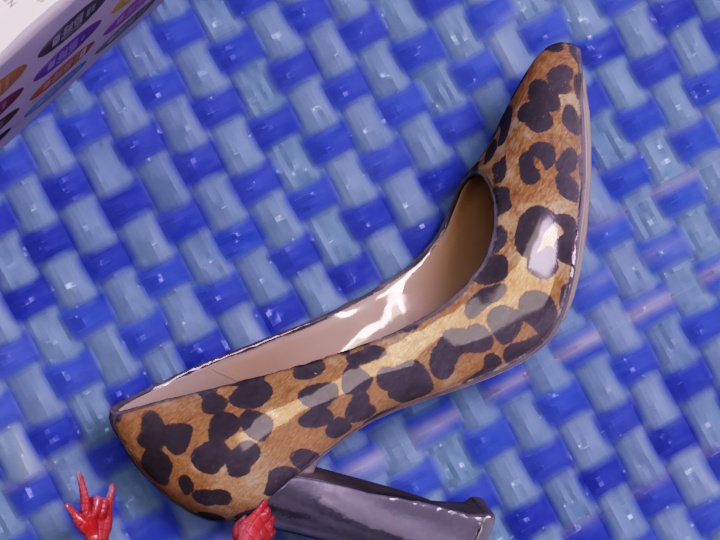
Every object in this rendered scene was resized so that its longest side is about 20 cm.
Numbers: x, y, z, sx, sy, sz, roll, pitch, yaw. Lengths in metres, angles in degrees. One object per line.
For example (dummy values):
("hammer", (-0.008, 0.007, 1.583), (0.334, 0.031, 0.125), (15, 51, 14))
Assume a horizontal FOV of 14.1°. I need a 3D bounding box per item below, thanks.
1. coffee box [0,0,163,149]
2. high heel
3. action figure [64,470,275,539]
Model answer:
("coffee box", (-0.148, -0.159, 0.964), (0.198, 0.200, 0.200), (-43, 91, -11))
("high heel", (0.000, 0.000, 1.029), (0.142, 0.071, 0.201), (17, 89, -13))
("action figure", (-0.033, 0.120, 0.999), (0.199, 0.065, 0.099), (16, 62, -25))
